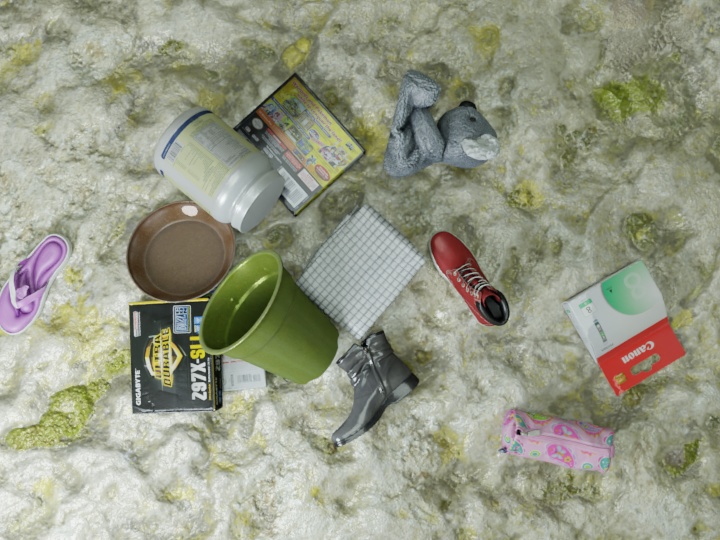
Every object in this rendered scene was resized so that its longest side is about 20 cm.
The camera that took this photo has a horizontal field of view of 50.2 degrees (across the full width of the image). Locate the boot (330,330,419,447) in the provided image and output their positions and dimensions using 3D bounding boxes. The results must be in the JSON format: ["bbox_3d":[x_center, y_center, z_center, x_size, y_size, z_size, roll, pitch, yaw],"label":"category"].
[{"bbox_3d":[-0.004,0.211,1.386,0.200,0.070,0.132,-40,91,-15],"label":"boot"}]

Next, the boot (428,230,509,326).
[{"bbox_3d":[0.194,0.010,1.362,0.072,0.144,0.201,-34,86,-1],"label":"boot"}]

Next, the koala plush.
[{"bbox_3d":[0.152,-0.238,1.373,0.198,0.177,0.185,14,98,-1],"label":"koala plush"}]

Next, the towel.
[{"bbox_3d":[0.000,0.000,1.392,0.165,0.086,0.200,40,88,3],"label":"towel"}]

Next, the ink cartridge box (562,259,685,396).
[{"bbox_3d":[0.490,0.106,1.410,0.160,0.050,0.201,-30,85,-2],"label":"ink cartridge box"}]

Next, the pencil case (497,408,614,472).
[{"bbox_3d":[0.350,0.304,1.377,0.198,0.087,0.088,13,86,-1],"label":"pencil case"}]

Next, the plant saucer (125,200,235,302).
[{"bbox_3d":[-0.320,-0.030,1.386,0.198,0.037,0.202,-2,66,4],"label":"plant saucer"}]

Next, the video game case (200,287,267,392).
[{"bbox_3d":[-0.250,0.120,1.411,0.142,0.018,0.202,-6,87,-1],"label":"video game case"}]

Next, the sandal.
[{"bbox_3d":[-0.602,0.020,1.394,0.082,0.050,0.204,28,87,1],"label":"sandal"}]

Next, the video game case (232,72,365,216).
[{"bbox_3d":[-0.121,-0.233,1.431,0.181,0.026,0.200,-42,87,-3],"label":"video game case"}]

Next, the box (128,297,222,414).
[{"bbox_3d":[-0.332,0.153,1.378,0.158,0.049,0.202,-3,87,8],"label":"box"}]

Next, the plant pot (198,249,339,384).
[{"bbox_3d":[-0.140,0.100,1.320,0.190,0.200,0.201,40,86,-32],"label":"plant pot"}]

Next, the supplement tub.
[{"bbox_3d":[-0.247,-0.176,1.357,0.200,0.145,0.145,39,87,7],"label":"supplement tub"}]
